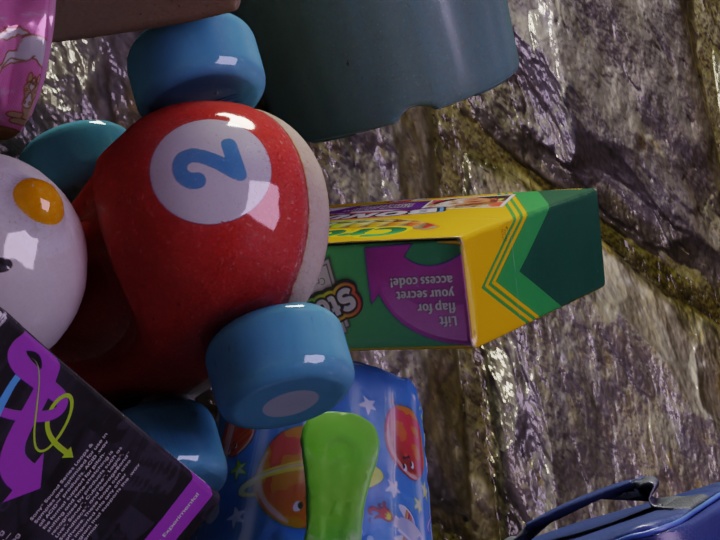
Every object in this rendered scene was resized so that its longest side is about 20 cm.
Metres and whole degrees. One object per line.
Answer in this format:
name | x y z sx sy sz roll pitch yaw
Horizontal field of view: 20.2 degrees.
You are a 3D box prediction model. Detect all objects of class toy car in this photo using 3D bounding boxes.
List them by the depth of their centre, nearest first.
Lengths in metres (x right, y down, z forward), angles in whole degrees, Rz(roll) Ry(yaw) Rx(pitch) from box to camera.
toy car | -0.132 -0.009 0.858 0.199 0.177 0.185 9 54 -44

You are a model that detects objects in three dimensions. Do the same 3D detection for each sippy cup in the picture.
sippy cup | -0.023 0.114 0.963 0.139 0.177 0.131 23 62 -38

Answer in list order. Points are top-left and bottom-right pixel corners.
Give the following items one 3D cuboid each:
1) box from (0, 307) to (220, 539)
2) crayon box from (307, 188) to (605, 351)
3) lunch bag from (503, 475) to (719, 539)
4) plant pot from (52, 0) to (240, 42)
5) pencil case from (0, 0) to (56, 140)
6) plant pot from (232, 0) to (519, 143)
box | -0.142 0.101 0.754 0.143 0.036 0.200 -51 151 -9
crayon box | 0.000 0.000 1.020 0.172 0.199 0.059 -17 102 -61
lunch bag | 0.145 0.194 1.157 0.136 0.199 0.133 -15 83 -56
plant pot | -0.122 -0.214 0.863 0.201 0.176 0.201 100 1 -52
pencil case | -0.215 -0.103 0.770 0.199 0.083 0.087 10 93 -28
plant pot | -0.004 -0.188 1.159 0.200 0.199 0.197 -37 113 -60
